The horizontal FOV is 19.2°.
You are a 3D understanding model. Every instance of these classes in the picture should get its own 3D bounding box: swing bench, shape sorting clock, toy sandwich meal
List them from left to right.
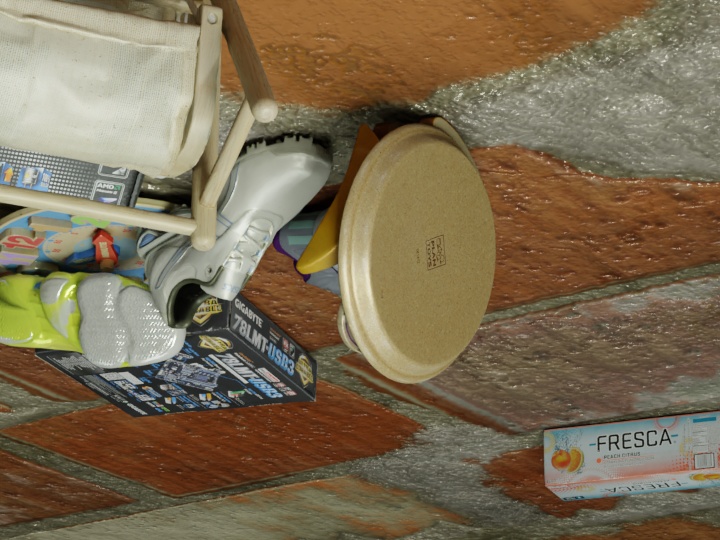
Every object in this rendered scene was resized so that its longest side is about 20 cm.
[{"bbox_3d":[-0.165,-0.138,1.217,0.199,0.200,0.130,11,136,-21],"label":"swing bench"},{"bbox_3d":[-0.207,-0.018,1.749,0.200,0.039,0.200,1,158,1],"label":"shape sorting clock"},{"bbox_3d":[0.028,-0.019,1.534,0.070,0.206,0.205,3,163,36],"label":"toy sandwich meal"}]

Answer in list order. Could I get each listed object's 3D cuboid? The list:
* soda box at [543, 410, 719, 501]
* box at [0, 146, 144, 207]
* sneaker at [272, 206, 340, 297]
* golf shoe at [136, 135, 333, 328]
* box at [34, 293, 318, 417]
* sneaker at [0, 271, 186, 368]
[{"bbox_3d":[0.294,0.193,2.213,0.200,0.064,0.068,-8,157,23],"label":"soda box"},{"bbox_3d":[-0.221,-0.131,1.360,0.200,0.048,0.193,9,132,-17],"label":"box"},{"bbox_3d":[0.000,0.000,1.765,0.087,0.075,0.200,3,153,35],"label":"sneaker"},{"bbox_3d":[-0.089,-0.025,1.629,0.078,0.097,0.200,19,139,-38],"label":"golf shoe"},{"bbox_3d":[-0.168,0.080,1.975,0.198,0.050,0.200,-9,156,21],"label":"box"},{"bbox_3d":[-0.212,0.037,1.756,0.200,0.076,0.105,10,-178,28],"label":"sneaker"}]
